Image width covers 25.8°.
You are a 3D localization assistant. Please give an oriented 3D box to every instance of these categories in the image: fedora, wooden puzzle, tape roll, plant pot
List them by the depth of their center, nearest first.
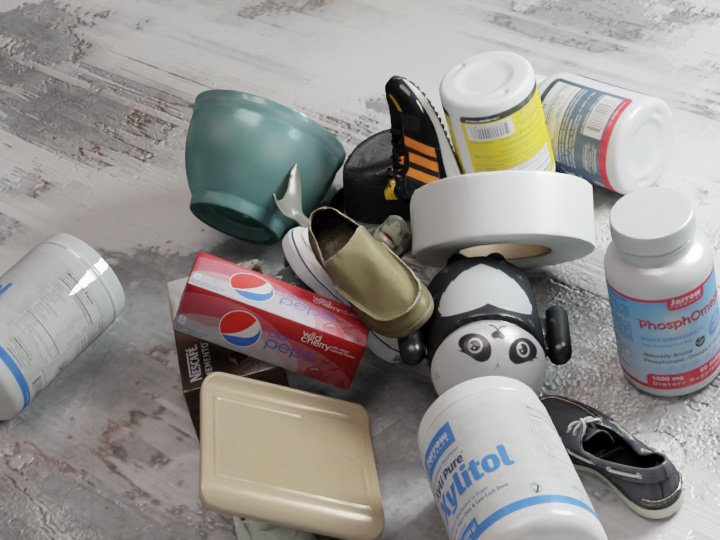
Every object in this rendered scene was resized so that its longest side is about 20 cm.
[{"bbox_3d":[-0.073,0.189,1.572,0.184,0.037,0.200,14,30,-12],"label":"wooden puzzle"},{"bbox_3d":[0.155,-0.052,1.721,0.201,0.202,0.071,-4,80,15],"label":"tape roll"},{"bbox_3d":[0.050,-0.115,1.921,0.199,0.092,0.201,-10,39,8],"label":"fedora"},{"bbox_3d":[-0.133,-0.114,1.935,0.199,0.200,0.135,11,72,31],"label":"plant pot"}]

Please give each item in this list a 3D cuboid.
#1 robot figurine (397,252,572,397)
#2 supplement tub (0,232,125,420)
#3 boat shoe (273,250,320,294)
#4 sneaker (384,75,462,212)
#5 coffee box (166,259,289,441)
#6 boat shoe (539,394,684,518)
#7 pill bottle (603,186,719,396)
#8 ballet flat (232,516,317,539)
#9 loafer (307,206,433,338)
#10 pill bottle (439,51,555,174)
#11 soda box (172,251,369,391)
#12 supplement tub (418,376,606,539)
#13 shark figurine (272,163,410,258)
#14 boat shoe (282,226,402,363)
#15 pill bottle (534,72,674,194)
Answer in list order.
[{"bbox_3d":[0.128,0.064,1.643,0.150,0.125,0.201,-33,32,22],"label":"robot figurine"},{"bbox_3d":[-0.385,0.065,1.832,0.131,0.132,0.200,15,48,35],"label":"supplement tub"},{"bbox_3d":[-0.075,0.027,1.799,0.061,0.073,0.200,16,34,-1],"label":"boat shoe"},{"bbox_3d":[0.060,-0.123,1.824,0.090,0.201,0.070,-28,12,-11],"label":"sneaker"},{"bbox_3d":[-0.146,0.087,1.754,0.112,0.080,0.200,-14,38,-2],"label":"coffee box"},{"bbox_3d":[0.236,0.164,1.532,0.072,0.063,0.200,-33,40,-19],"label":"boat shoe"},{"bbox_3d":[0.302,0.020,1.573,0.108,0.201,0.109,-11,38,8],"label":"pill bottle"},{"bbox_3d":[-0.099,0.236,1.566,0.069,0.070,0.200,-25,39,-11],"label":"ballet flat"},{"bbox_3d":[0.000,0.000,1.656,0.076,0.067,0.200,-47,48,-4],"label":"loafer"},{"bbox_3d":[0.165,-0.143,1.825,0.111,0.201,0.112,-11,39,9],"label":"pill bottle"},{"bbox_3d":[-0.092,0.053,1.662,0.199,0.064,0.070,19,30,-5],"label":"soda box"},{"bbox_3d":[0.137,0.208,1.448,0.131,0.132,0.200,-19,38,-3],"label":"supplement tub"},{"bbox_3d":[-0.001,-0.047,1.810,0.214,0.129,0.089,19,52,41],"label":"shark figurine"},{"bbox_3d":[-0.004,0.012,1.746,0.200,0.065,0.073,44,29,16],"label":"boat shoe"},{"bbox_3d":[0.264,-0.173,1.894,0.199,0.120,0.119,24,53,41],"label":"pill bottle"}]
